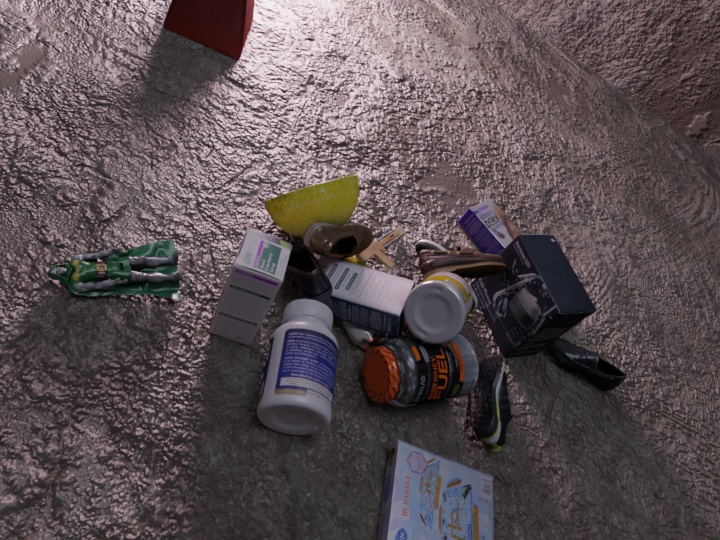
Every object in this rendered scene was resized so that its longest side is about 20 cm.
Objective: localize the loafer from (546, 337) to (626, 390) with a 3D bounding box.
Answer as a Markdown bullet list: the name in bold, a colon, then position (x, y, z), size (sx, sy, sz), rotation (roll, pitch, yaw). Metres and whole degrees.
- **loafer**: position (0.530, 0.211, 1.253), size (0.199, 0.071, 0.068), rotation (31, 45, -6)

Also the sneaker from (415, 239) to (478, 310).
- **sneaker**: position (0.174, 0.020, 1.186), size (0.099, 0.071, 0.201), rotation (-25, 75, -46)

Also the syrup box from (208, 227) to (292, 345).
- **syrup box**: position (-0.183, 0.032, 0.873), size (0.080, 0.201, 0.079), rotation (21, 46, -15)

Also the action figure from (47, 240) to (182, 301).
- **action figure**: position (-0.400, 0.001, 0.874), size (0.197, 0.055, 0.119), rotation (-5, 62, -29)

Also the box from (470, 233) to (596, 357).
- **box**: position (0.377, 0.058, 1.193), size (0.122, 0.197, 0.202), rotation (-1, 56, -31)

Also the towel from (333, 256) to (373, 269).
- **towel**: position (0.000, 0.000, 1.104), size (0.198, 0.018, 0.086), rotation (30, 14, -4)

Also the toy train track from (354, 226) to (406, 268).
- **toy train track**: position (0.044, -0.053, 1.195), size (0.115, 0.033, 0.200), rotation (43, 38, 9)

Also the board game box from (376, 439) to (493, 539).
- **board game box**: position (0.127, 0.411, 0.876), size (0.197, 0.041, 0.202), rotation (25, 47, -13)

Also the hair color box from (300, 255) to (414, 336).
- **hair color box**: position (-0.005, 0.046, 1.015), size (0.197, 0.061, 0.100), rotation (16, 44, 15)

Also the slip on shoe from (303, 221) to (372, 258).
- **slip on shoe**: position (-0.027, -0.054, 1.030), size (0.060, 0.077, 0.199), rotation (34, 14, 28)

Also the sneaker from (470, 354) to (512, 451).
- **sneaker**: position (0.265, 0.266, 1.070), size (0.083, 0.071, 0.201), rotation (47, 42, -24)

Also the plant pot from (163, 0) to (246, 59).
- **plant pot**: position (-0.363, -0.702, 1.352), size (0.198, 0.177, 0.202), rotation (18, 49, -18)

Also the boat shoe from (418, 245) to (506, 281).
- **boat shoe**: position (0.221, -0.022, 1.149), size (0.197, 0.071, 0.071), rotation (-3, 64, -19)

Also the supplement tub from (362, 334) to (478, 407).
- **supplement tub**: position (0.110, 0.183, 0.986), size (0.197, 0.123, 0.124), rotation (-1, 56, -31)

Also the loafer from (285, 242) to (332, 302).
- **loafer**: position (-0.111, -0.015, 0.989), size (0.071, 0.064, 0.200), rotation (-28, 38, -15)

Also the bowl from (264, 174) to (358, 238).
- **bowl**: position (-0.086, -0.113, 1.079), size (0.199, 0.199, 0.109), rotation (-21, 97, -40)

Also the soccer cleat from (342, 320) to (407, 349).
- **soccer cleat**: position (0.053, 0.087, 1.069), size (0.198, 0.070, 0.078), rotation (-23, 65, -38)

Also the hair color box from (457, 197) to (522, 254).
- **hair color box**: position (0.360, -0.086, 1.388), size (0.109, 0.065, 0.201), rotation (-27, 74, -42)

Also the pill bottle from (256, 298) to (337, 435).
- **pill bottle**: position (-0.098, 0.155, 0.886), size (0.118, 0.120, 0.202), rotation (19, 49, -17)

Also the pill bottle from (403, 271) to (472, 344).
- **pill bottle**: position (0.155, 0.063, 1.014), size (0.111, 0.111, 0.200), rotation (45, 17, 8)
